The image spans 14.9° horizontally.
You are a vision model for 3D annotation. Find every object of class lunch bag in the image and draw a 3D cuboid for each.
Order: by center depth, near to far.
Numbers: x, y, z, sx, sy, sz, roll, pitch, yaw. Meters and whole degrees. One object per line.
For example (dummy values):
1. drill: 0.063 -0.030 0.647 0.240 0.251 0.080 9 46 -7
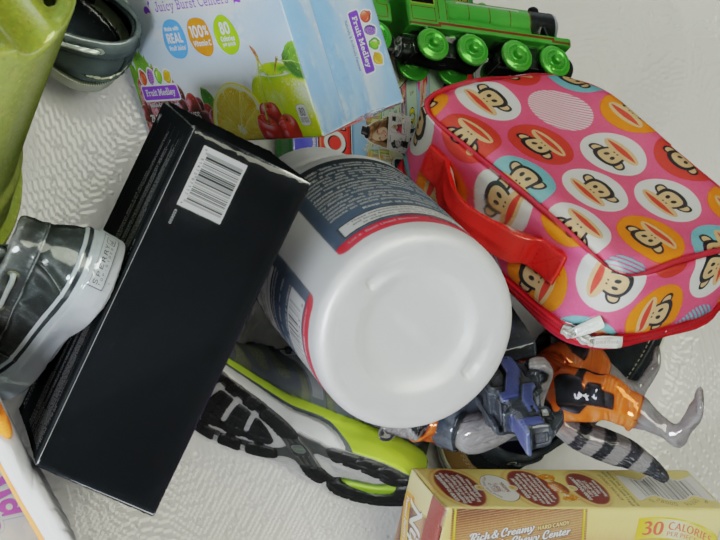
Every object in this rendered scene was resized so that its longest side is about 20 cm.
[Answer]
1. lunch bag: 0.122 -0.038 1.666 0.175 0.082 0.200 -13 46 -44

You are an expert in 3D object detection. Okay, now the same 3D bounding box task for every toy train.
1. toy train: 0.046 -0.150 1.741 0.199 0.042 0.057 5 64 -27

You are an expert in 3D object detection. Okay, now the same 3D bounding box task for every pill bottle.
1. pill bottle: 0.000 0.000 1.595 0.119 0.200 0.121 -7 113 -17

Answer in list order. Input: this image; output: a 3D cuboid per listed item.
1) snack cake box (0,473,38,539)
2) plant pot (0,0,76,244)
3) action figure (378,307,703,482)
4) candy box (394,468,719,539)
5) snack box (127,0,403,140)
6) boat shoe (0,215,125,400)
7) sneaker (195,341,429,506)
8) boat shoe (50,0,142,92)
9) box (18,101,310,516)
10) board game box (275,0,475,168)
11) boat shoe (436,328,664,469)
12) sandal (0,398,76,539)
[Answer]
1. snack cake box: -0.258 0.128 1.530 0.115 0.067 0.201 -36 94 -29
2. plant pot: -0.247 -0.118 1.501 0.199 0.184 0.202 17 49 -21
3. action figure: 0.102 0.086 1.626 0.192 0.200 0.105 2 115 -9
4. candy box: 0.116 0.184 1.680 0.199 0.055 0.116 3 112 -26
5. snack box: -0.075 -0.164 1.603 0.067 0.199 0.170 -25 105 -31
6. boat shoe: -0.191 0.011 1.520 0.071 0.200 0.072 27 60 -13
7. sneaker: -0.039 0.072 1.662 0.199 0.074 0.081 29 55 -23
8. boat shoe: -0.213 -0.181 1.606 0.199 0.062 0.073 35 63 -15
9. box: -0.112 0.017 1.524 0.078 0.141 0.201 25 94 -16
10. board game box: 0.010 -0.110 1.750 0.134 0.029 0.202 5 75 -27
11. boat shoe: 0.132 0.069 1.746 0.200 0.062 0.075 -36 92 -31
12. sandal: -0.216 0.091 1.480 0.059 0.079 0.208 -28 102 -6
